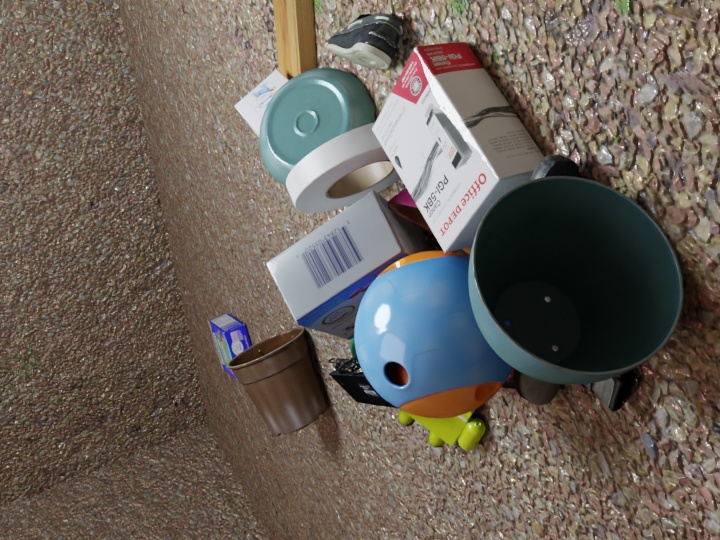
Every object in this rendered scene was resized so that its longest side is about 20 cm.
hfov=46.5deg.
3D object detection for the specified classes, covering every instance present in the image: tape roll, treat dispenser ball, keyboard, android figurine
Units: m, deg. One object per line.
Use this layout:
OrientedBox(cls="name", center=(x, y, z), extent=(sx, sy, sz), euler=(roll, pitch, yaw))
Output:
OrientedBox(cls="tape roll", center=(-0.007, -0.141, 1.162), extent=(0.037, 0.201, 0.203), euler=(65, 158, 12))
OrientedBox(cls="treat dispenser ball", center=(0.092, 0.077, 1.017), extent=(0.201, 0.199, 0.202), euler=(50, 151, 42))
OrientedBox(cls="keyboard", center=(0.017, 0.171, 1.334), extent=(0.104, 0.040, 0.200), euler=(48, 156, -16))
OrientedBox(cls="android figurine", center=(0.115, 0.203, 1.302), extent=(0.181, 0.041, 0.201), euler=(35, 146, 13))

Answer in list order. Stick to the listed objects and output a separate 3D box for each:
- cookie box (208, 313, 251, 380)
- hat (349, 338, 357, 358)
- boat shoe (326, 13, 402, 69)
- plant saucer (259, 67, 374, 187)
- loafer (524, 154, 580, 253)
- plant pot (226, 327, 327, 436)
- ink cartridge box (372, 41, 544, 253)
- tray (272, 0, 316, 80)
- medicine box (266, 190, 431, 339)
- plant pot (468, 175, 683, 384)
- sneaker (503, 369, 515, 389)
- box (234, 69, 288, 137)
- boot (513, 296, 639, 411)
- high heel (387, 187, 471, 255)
OrientedBox(cls="cookie box", center=(-0.397, 0.239, 2.613), extent=(0.200, 0.075, 0.173), euler=(16, 123, 66))
OrientedBox(cls="hat", center=(0.079, 0.080, 1.379), extent=(0.198, 0.177, 0.166), euler=(9, 140, 18))
OrientedBox(cls="boat shoe", center=(0.007, -0.326, 1.185), extent=(0.068, 0.071, 0.200), euler=(-68, 22, 5))
OrientedBox(cls="plant saucer", center=(-0.076, -0.223, 1.289), extent=(0.201, 0.199, 0.036), euler=(63, -166, 19))
OrientedBox(cls="loafer", center=(0.194, -0.047, 0.929), extent=(0.072, 0.072, 0.201), euler=(-124, 26, -43))
OrientedBox(cls="plant pot", center=(-0.184, 0.268, 1.974), extent=(0.200, 0.199, 0.200), euler=(66, 159, -8))
OrientedBox(cls="ink cartridge box", center=(0.113, -0.145, 0.994), extent=(0.201, 0.082, 0.147), euler=(61, 145, 23))
OrientedBox(cls="tray", center=(-0.113, -0.411, 1.422), extent=(0.099, 0.037, 0.201), euler=(48, 148, 45))
OrientedBox(cls="medicine box", center=(0.000, 0.000, 1.185), extent=(0.103, 0.181, 0.200), euler=(61, -167, 21))
OrientedBox(cls="plant pot", center=(0.193, 0.029, 0.828), extent=(0.201, 0.199, 0.135), euler=(62, 163, 20))
OrientedBox(cls="sneaker", center=(0.167, 0.111, 1.128), extent=(0.200, 0.073, 0.088), euler=(-3, 79, 59))
OrientedBox(cls="box", center=(-0.112, -0.235, 1.426), extent=(0.200, 0.101, 0.113), euler=(49, 179, 44))
OrientedBox(cls="boot", center=(0.246, 0.118, 0.953), extent=(0.131, 0.067, 0.201), euler=(46, 150, 37))
OrientedBox(cls="high heel", center=(0.119, -0.043, 1.077), extent=(0.200, 0.095, 0.068), euler=(50, 151, 42))
